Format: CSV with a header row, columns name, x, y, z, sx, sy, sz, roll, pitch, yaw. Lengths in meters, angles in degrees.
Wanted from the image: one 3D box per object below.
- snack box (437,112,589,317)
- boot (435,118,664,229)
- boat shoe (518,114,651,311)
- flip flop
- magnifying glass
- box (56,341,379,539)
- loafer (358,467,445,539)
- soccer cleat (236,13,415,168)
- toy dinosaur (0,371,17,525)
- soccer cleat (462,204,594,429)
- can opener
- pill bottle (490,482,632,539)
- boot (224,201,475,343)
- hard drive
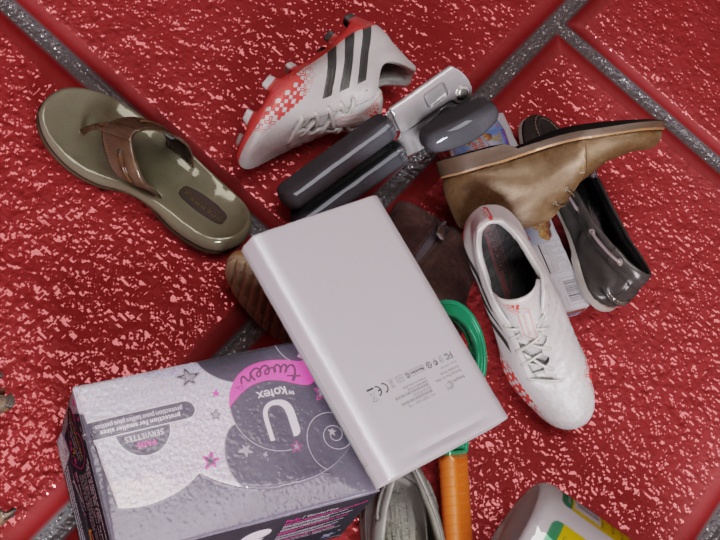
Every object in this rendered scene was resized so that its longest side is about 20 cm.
name,x,y,z,sx,sy,sz,roll,pitch,yaw
snack box,0.131,-0.046,1.264,0.071,0.024,0.201,-12,69,-25
boot,0.169,-0.084,1.224,0.198,0.074,0.076,-15,93,0
boat shoe,0.203,-0.062,1.265,0.067,0.057,0.201,3,59,-44
flip flop,-0.172,-0.089,1.163,0.199,0.058,0.081,36,59,1
magnifying glass,0.071,0.124,1.121,0.079,0.022,0.202,1,82,-42
box,-0.106,0.140,1.036,0.198,0.115,0.133,-10,68,-23
loafer,0.037,0.239,1.060,0.069,0.070,0.202,-2,65,-20
soccer cleat,-0.029,-0.145,1.228,0.085,0.069,0.200,38,54,7
toy dinosaur,-0.306,0.136,0.958,0.136,0.086,0.200,51,18,14
soccer cleat,0.137,0.041,1.163,0.068,0.085,0.201,-22,92,4
can opener,0.022,-0.103,1.202,0.199,0.053,0.066,-34,34,-9
pill bottle,0.189,0.261,1.077,0.199,0.113,0.113,34,58,0
boot,0.000,0.000,1.186,0.199,0.073,0.167,29,47,-2
hard drive,0.012,0.048,1.054,0.131,0.026,0.201,-20,74,-41
